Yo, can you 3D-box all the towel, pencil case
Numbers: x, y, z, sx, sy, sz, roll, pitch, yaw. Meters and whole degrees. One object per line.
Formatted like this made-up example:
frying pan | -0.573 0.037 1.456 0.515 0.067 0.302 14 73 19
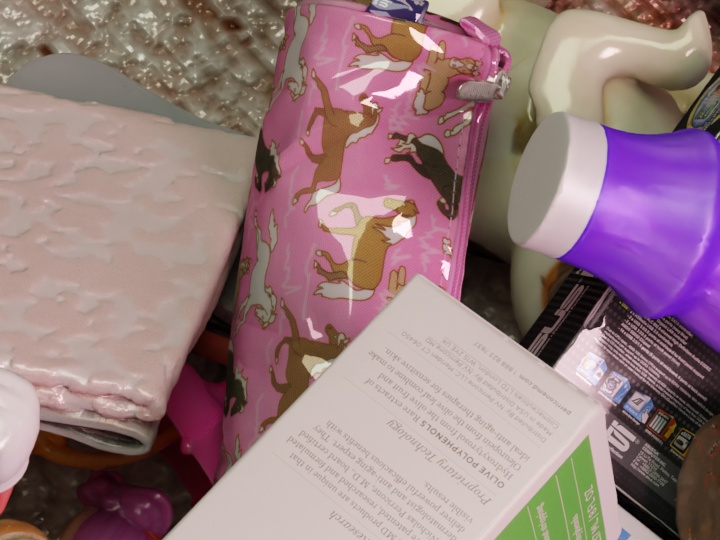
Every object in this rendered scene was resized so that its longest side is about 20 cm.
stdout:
towel | -0.145 -0.014 0.991 0.199 0.032 0.191 12 34 4
pencil case | 0.000 0.000 0.986 0.082 0.086 0.201 10 88 -24

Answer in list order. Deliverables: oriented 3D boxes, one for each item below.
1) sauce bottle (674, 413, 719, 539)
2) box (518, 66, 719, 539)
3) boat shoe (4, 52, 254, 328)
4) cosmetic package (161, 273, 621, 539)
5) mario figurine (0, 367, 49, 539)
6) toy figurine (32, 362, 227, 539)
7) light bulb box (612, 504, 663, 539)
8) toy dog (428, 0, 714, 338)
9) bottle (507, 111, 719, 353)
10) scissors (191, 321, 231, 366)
sauce bottle | 0.208 0.088 0.944 0.199 0.066 0.066 7 60 -27
box | 0.169 0.043 0.987 0.200 0.044 0.160 38 82 -15
boat shoe | -0.067 -0.015 1.093 0.200 0.066 0.072 29 63 24
cosmetic package | -0.012 0.113 0.868 0.085 0.108 0.200 35 73 24
mario figurine | -0.168 0.083 0.860 0.123 0.107 0.200 -11 17 -25
toy figurine | -0.133 0.092 1.029 0.183 0.150 0.201 4 86 -3
light bulb box | 0.064 0.199 0.947 0.198 0.125 0.200 37 73 21
toy dog | 0.072 -0.037 1.059 0.194 0.140 0.200 -41 66 0
bottle | 0.148 -0.002 0.911 0.199 0.065 0.084 18 32 -16
scissors | -0.106 0.009 1.088 0.199 0.073 0.014 21 94 15
